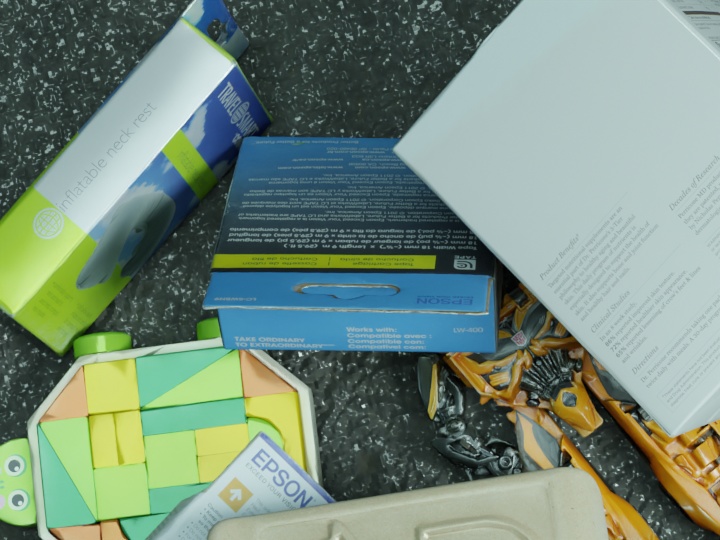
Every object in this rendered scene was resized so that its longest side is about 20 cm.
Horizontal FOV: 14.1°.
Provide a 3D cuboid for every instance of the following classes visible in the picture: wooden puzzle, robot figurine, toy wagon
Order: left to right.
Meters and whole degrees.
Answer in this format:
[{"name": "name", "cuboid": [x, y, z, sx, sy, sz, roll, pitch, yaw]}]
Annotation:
[{"name": "toy wagon", "cuboid": [-0.122, 0.109, 1.573, 0.199, 0.040, 0.156, -7, 80, 3]}, {"name": "wooden puzzle", "cuboid": [0.032, 0.202, 1.445, 0.199, 0.046, 0.186, -8, 72, 1]}, {"name": "robot figurine", "cuboid": [0.123, 0.082, 1.548, 0.145, 0.058, 0.200, -40, 81, -1]}]

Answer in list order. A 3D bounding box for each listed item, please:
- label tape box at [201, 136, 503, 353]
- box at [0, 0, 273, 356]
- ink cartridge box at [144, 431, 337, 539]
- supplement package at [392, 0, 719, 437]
[{"name": "label tape box", "cuboid": [0.000, 0.000, 1.504, 0.144, 0.200, 0.063, 1, 118, 5]}, {"name": "box", "cuboid": [-0.121, -0.051, 1.557, 0.048, 0.122, 0.200, 40, 86, 13]}, {"name": "ink cartridge box", "cuboid": [-0.053, 0.220, 1.527, 0.196, 0.043, 0.200, 45, 85, -6]}, {"name": "supplement package", "cuboid": [0.155, -0.047, 1.448, 0.200, 0.151, 0.152, 46, 109, 14]}]
